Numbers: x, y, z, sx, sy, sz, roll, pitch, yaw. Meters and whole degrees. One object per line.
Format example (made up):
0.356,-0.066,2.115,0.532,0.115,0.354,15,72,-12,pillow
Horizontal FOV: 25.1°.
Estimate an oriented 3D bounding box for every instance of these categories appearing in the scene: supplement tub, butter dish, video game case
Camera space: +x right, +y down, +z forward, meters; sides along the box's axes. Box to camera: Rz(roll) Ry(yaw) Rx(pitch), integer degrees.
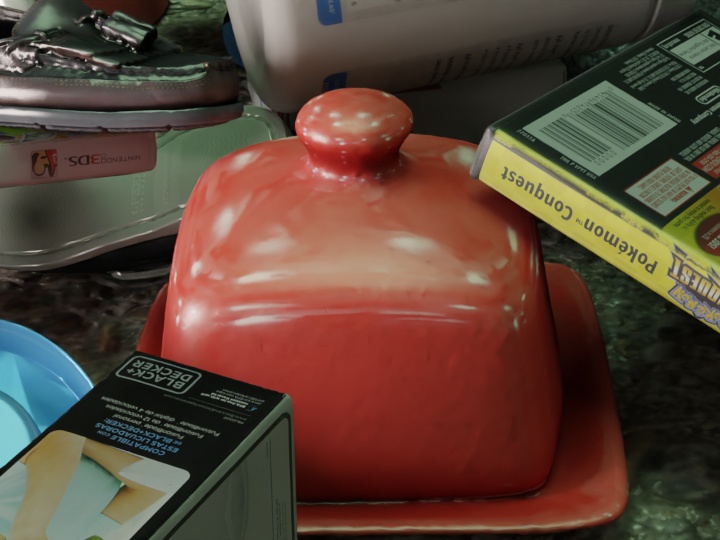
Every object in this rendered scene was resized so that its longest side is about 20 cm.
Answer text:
0.040,-0.152,0.738,0.199,0.132,0.132,-12,31,-12,supplement tub
0.000,0.000,0.637,0.199,0.148,0.200,-2,30,3,butter dish
-0.217,-0.057,0.723,0.182,0.023,0.200,-9,15,-35,video game case
0.166,-0.030,0.639,0.181,0.026,0.200,34,36,20,video game case

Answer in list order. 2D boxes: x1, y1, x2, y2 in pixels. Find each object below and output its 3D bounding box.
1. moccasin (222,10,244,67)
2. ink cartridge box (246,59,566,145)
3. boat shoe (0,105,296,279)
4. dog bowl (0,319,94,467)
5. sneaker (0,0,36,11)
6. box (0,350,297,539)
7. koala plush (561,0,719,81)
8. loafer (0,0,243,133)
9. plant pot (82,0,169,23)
0.009,-0.177,1.021,0.199,0.081,0.068,-7,25,-9,moccasin
0.016,-0.105,0.888,0.145,0.083,0.200,-8,30,-7,ink cartridge box
-0.109,-0.027,0.781,0.199,0.060,0.076,-4,64,28,boat shoe
-0.176,0.093,0.538,0.200,0.050,0.112,-26,63,-20,dog bowl
-0.224,-0.107,0.889,0.088,0.075,0.200,-32,8,-25,sneaker
-0.091,0.124,0.459,0.060,0.117,0.200,14,32,24,box
0.192,-0.186,0.857,0.183,0.200,0.177,20,32,2,koala plush
-0.144,-0.093,0.681,0.199,0.063,0.072,5,12,21,loafer
-0.232,-0.253,1.076,0.200,0.178,0.201,-1,30,1,plant pot
